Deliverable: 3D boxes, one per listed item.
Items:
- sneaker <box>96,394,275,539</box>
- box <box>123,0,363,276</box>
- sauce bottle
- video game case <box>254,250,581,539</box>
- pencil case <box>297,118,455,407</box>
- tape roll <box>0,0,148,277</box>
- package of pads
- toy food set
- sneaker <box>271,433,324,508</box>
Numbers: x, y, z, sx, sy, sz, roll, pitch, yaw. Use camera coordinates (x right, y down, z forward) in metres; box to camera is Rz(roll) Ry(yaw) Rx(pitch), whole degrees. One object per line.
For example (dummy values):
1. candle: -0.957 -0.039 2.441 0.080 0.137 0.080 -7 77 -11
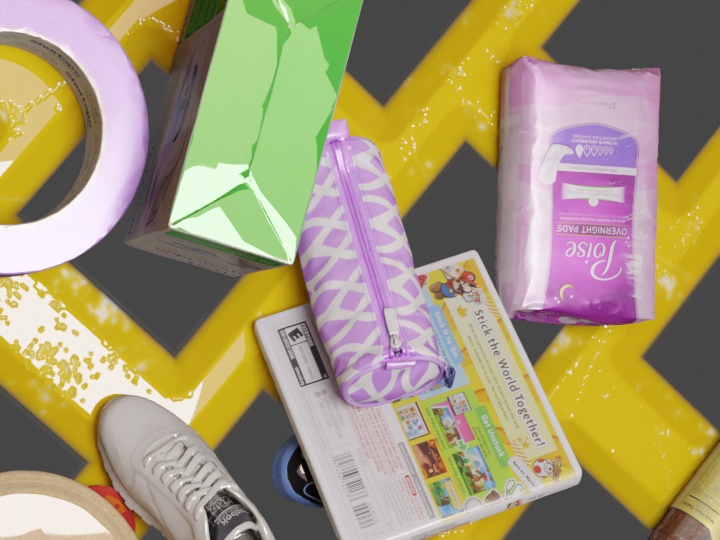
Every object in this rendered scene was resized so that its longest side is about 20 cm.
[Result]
1. sneaker: -0.113 0.158 1.433 0.076 0.081 0.200 -35 72 -21
2. box: -0.082 -0.106 1.431 0.096 0.176 0.202 16 84 -16
3. sauce bottle: 0.268 0.202 1.595 0.066 0.066 0.200 42 79 -12
4. video game case: 0.039 0.095 1.485 0.180 0.023 0.201 -17 61 -12
5. pencil case: 0.000 0.000 1.468 0.083 0.086 0.201 -16 66 -4
6. tape roll: -0.252 -0.097 1.435 0.198 0.066 0.202 1 88 -17
7. package of pads: 0.164 -0.060 1.563 0.119 0.076 0.202 3 87 -15
8. toy food set: -0.236 0.237 1.436 0.199 0.049 0.200 23 81 -16
9. sneaker: 0.036 0.137 1.513 0.198 0.078 0.071 -8 91 -18
